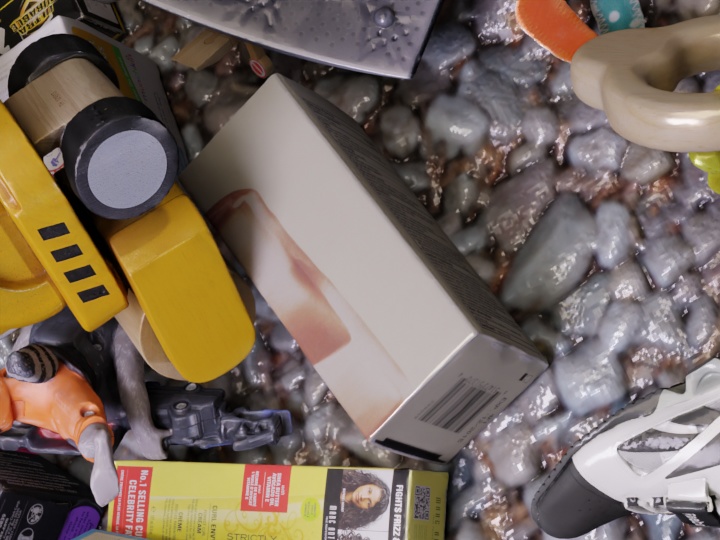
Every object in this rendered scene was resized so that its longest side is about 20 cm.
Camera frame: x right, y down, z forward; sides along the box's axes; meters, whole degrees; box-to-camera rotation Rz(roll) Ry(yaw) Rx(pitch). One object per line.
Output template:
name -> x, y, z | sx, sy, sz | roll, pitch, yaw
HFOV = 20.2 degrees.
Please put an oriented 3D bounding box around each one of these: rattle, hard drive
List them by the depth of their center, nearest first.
rattle -> 0.172, -0.071, 1.068 | 0.199, 0.143, 0.130 | 15, 54, 46
hard drive -> -0.039, -0.187, 1.141 | 0.198, 0.042, 0.136 | 19, 80, 15

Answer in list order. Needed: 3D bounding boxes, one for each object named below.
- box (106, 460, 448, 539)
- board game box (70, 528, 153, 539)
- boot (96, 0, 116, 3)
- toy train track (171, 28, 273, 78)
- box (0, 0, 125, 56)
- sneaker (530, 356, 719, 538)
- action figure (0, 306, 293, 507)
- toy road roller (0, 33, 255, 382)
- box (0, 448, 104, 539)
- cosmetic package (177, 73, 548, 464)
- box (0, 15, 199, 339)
box -> -0.049, 0.145, 1.134 | 0.198, 0.050, 0.076 | 0, 80, 30
board game box -> -0.142, 0.187, 1.039 | 0.133, 0.200, 0.035 | 6, 103, 29
boot -> -0.071, -0.210, 1.197 | 0.200, 0.068, 0.131 | -43, 61, -2
toy train track -> -0.090, -0.159, 1.228 | 0.199, 0.033, 0.115 | 25, 59, 40
box -> -0.264, -0.168, 1.325 | 0.199, 0.049, 0.161 | -34, 66, 20
sneaker -> 0.173, 0.098, 1.001 | 0.199, 0.074, 0.089 | -36, 68, 27
action figure -> -0.142, 0.062, 1.137 | 0.198, 0.194, 0.106 | -1, 108, 9
toy road roller -> -0.158, -0.013, 1.079 | 0.145, 0.201, 0.123 | -33, 38, -9
box -> -0.274, 0.146, 1.229 | 0.199, 0.106, 0.123 | 26, 93, 32
cosmetic package -> 0.000, 0.000, 1.108 | 0.087, 0.103, 0.201 | -44, 61, 13
box -> -0.212, -0.048, 1.238 | 0.199, 0.101, 0.113 | -32, 65, 20
